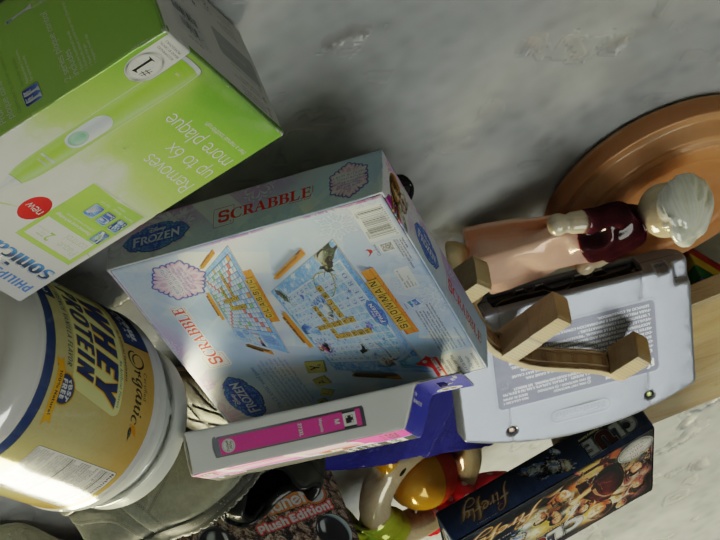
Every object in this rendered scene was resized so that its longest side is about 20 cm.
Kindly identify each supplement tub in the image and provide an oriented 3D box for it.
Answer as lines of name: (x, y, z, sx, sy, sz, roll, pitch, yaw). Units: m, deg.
supplement tub: (-0.219, 0.080, 1.343, 0.144, 0.145, 0.200, -33, 150, 16)

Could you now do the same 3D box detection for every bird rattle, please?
bird rattle: (0.059, 0.203, 1.803, 0.199, 0.113, 0.164, -12, 132, -27)

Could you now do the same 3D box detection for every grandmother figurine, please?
grandmother figurine: (0.165, -0.027, 1.500, 0.199, 0.061, 0.121, -16, 172, 15)

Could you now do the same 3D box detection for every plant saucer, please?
plant saucer: (0.239, -0.060, 1.570, 0.199, 0.032, 0.201, -18, 150, -10)

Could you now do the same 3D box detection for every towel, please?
towel: (0.042, 0.101, 1.676, 0.199, 0.050, 0.148, -6, 139, -28)

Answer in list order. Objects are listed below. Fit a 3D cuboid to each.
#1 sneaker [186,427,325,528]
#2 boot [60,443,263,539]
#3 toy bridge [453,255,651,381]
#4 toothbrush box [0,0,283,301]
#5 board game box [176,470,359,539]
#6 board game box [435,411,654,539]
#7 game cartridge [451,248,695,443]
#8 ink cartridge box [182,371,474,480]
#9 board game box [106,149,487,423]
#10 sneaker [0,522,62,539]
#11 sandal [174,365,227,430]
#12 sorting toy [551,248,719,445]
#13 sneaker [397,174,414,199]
sneaker: (-0.117, 0.162, 1.588, 0.199, 0.091, 0.076, -19, 146, 18)
boot: (-0.160, 0.139, 1.510, 0.200, 0.131, 0.068, -40, -169, 21)
toy bridge: (0.129, 0.044, 1.522, 0.199, 0.027, 0.067, 23, 135, -36)
toothbrush box: (-0.170, -0.087, 1.171, 0.199, 0.086, 0.146, -30, 150, 12)
board game box: (-0.082, 0.260, 1.678, 0.159, 0.201, 0.097, -8, 146, -27)
board game box: (0.164, 0.201, 1.765, 0.199, 0.035, 0.136, -29, 152, -8)
game cartridge: (0.166, 0.066, 1.595, 0.199, 0.041, 0.134, -13, 116, -9)
ink cartridge box: (-0.018, 0.110, 1.414, 0.199, 0.037, 0.095, -15, 170, 6)
board game box: (-0.039, 0.019, 1.373, 0.198, 0.041, 0.200, -15, 138, 17)
sneaker: (-0.269, 0.272, 1.684, 0.111, 0.077, 0.200, -49, 150, 21)
sandal: (-0.060, 0.088, 1.532, 0.199, 0.055, 0.082, -4, 137, 12)
sorting toy: (0.246, 0.057, 1.726, 0.199, 0.070, 0.199, -21, 150, -5)
sneaker: (0.000, 0.000, 1.447, 0.079, 0.076, 0.200, -19, 151, -13)
